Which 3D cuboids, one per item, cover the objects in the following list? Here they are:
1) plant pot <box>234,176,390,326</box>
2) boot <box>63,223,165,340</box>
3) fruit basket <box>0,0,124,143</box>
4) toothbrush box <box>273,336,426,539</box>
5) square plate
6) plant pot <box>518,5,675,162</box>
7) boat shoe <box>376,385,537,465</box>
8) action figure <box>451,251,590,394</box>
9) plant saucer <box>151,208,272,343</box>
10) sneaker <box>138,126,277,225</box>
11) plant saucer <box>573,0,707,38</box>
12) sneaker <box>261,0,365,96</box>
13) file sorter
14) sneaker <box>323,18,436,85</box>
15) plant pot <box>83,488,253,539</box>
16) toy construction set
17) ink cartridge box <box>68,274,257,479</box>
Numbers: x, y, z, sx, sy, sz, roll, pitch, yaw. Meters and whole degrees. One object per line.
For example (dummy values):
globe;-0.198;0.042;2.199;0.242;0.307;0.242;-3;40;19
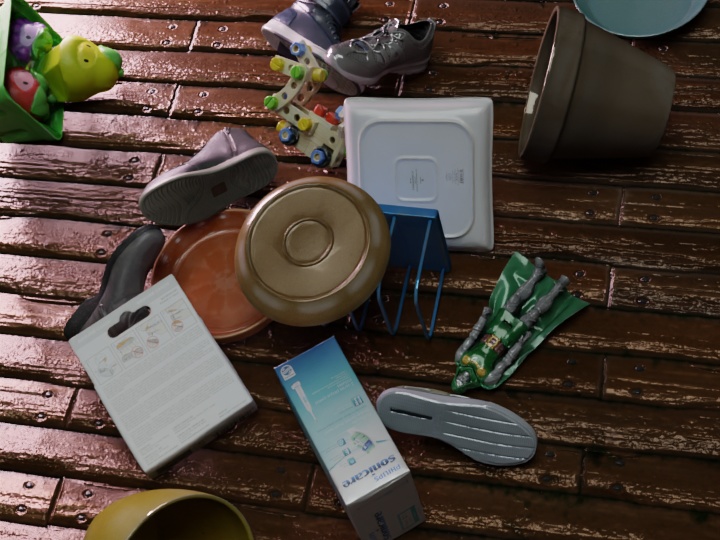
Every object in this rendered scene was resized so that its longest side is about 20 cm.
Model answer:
plant pot;-0.062;-0.031;1.659;0.197;0.028;0.203;-5;64;10
boot;-0.286;0.052;1.770;0.131;0.070;0.201;39;101;28
fruit basket;-0.461;-0.299;2.006;0.213;0.156;0.218;-15;56;23
toothbrush box;-0.011;0.203;1.589;0.084;0.147;0.201;-26;56;-6
square plate;0.074;-0.122;1.765;0.195;0.203;0.028;1;15;12
plant pot;0.312;-0.225;1.783;0.171;0.201;0.202;15;61;1
boat shoe;0.117;0.174;1.629;0.197;0.073;0.062;17;18;8
action figure;0.179;0.077;1.688;0.118;0.055;0.200;34;74;24
plant saucer;-0.180;0.009;1.813;0.197;0.032;0.203;-6;57;9
sneaker;-0.220;-0.129;1.871;0.198;0.076;0.106;-21;34;-18
plant saucer;0.401;-0.400;1.949;0.197;0.036;0.202;-5;58;8
sneaker;-0.031;-0.349;1.980;0.146;0.077;0.202;-44;59;-13
file sorter;0.000;0.000;1.720;0.197;0.139;0.124;7;63;15
sneaker;0.027;-0.315;1.889;0.075;0.083;0.199;42;39;24
plant pot;-0.238;0.332;1.547;0.141;0.201;0.201;14;58;48
toy construction set;-0.054;-0.218;1.868;0.200;0.091;0.132;41;110;38
ink cartridge box;-0.247;0.133;1.712;0.161;0.057;0.201;-32;69;-9
